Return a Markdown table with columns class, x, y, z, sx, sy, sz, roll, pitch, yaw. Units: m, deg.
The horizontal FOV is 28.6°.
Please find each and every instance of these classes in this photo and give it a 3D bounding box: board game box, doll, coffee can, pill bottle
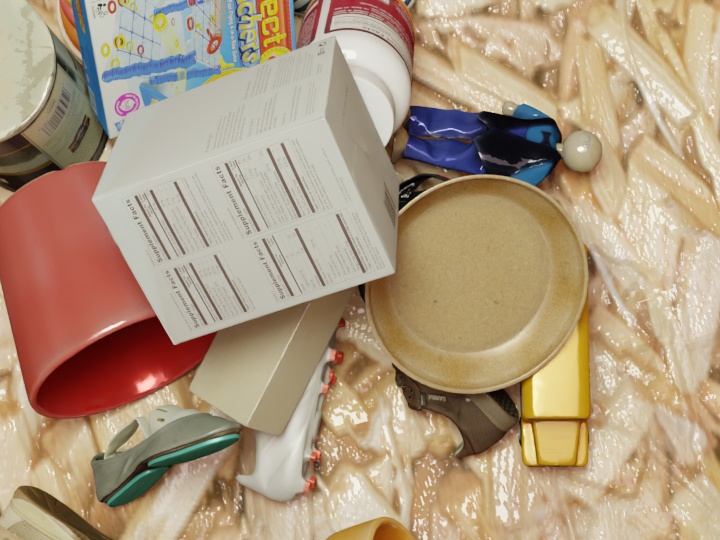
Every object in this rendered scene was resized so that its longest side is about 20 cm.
| class | x | y | z | sx | sy | sz | roll | pitch | yaw |
| --- | --- | --- | --- | --- | --- | --- | --- | --- | --- |
| board game box | -0.160 | -0.240 | 1.282 | 0.194 | 0.201 | 0.056 | -20 | 46 | -18 |
| doll | 0.129 | -0.116 | 1.336 | 0.198 | 0.049 | 0.137 | 6 | 49 | 0 |
| coffee can | -0.328 | -0.163 | 1.318 | 0.145 | 0.200 | 0.148 | -1 | 81 | 4 |
| pill bottle | -0.008 | -0.181 | 1.292 | 0.112 | 0.201 | 0.114 | 2 | 123 | 3 |

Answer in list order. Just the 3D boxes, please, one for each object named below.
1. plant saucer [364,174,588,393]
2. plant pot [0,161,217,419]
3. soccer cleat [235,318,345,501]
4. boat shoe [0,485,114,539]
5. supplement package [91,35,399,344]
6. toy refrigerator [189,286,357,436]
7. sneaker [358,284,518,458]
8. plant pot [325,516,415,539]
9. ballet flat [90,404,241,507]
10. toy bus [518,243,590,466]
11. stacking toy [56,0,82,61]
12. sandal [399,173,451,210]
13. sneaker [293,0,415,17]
| class | x | y | z | sx | sy | sz | roll | pitch | yaw |
| --- | --- | --- | --- | --- | --- | --- | --- | --- | --- |
| plant saucer | 0.099 | 0.009 | 1.240 | 0.198 | 0.035 | 0.202 | -3 | 109 | -8 |
| plant pot | -0.242 | 0.011 | 1.299 | 0.199 | 0.201 | 0.178 | -28 | 72 | -1 |
| soccer cleat | -0.065 | 0.115 | 1.327 | 0.077 | 0.069 | 0.202 | 11 | 85 | 8 |
| boat shoe | -0.254 | 0.281 | 1.316 | 0.199 | 0.071 | 0.065 | 34 | 91 | 16 |
| supplement package | -0.086 | -0.066 | 1.160 | 0.198 | 0.152 | 0.151 | -18 | 120 | 14 |
| toy refrigerator | -0.067 | 0.041 | 1.281 | 0.076 | 0.070 | 0.201 | 26 | 90 | 30 |
| sneaker | 0.056 | 0.090 | 1.316 | 0.076 | 0.070 | 0.200 | -44 | 85 | 18 |
| plant pot | -0.032 | 0.339 | 1.238 | 0.182 | 0.200 | 0.202 | -20 | 80 | 16 |
| ballet flat | -0.185 | 0.157 | 1.285 | 0.199 | 0.067 | 0.064 | -33 | 69 | 40 |
| toy bus | 0.180 | 0.080 | 1.309 | 0.064 | 0.078 | 0.202 | 0 | 81 | 4 |
| stacking toy | -0.236 | -0.278 | 1.330 | 0.145 | 0.200 | 0.148 | 0 | 81 | 3 |
| sandal | 0.056 | -0.060 | 1.342 | 0.198 | 0.045 | 0.076 | -9 | 45 | 4 |
| sneaker | -0.043 | -0.285 | 1.377 | 0.198 | 0.085 | 0.076 | 4 | 81 | 4 |
